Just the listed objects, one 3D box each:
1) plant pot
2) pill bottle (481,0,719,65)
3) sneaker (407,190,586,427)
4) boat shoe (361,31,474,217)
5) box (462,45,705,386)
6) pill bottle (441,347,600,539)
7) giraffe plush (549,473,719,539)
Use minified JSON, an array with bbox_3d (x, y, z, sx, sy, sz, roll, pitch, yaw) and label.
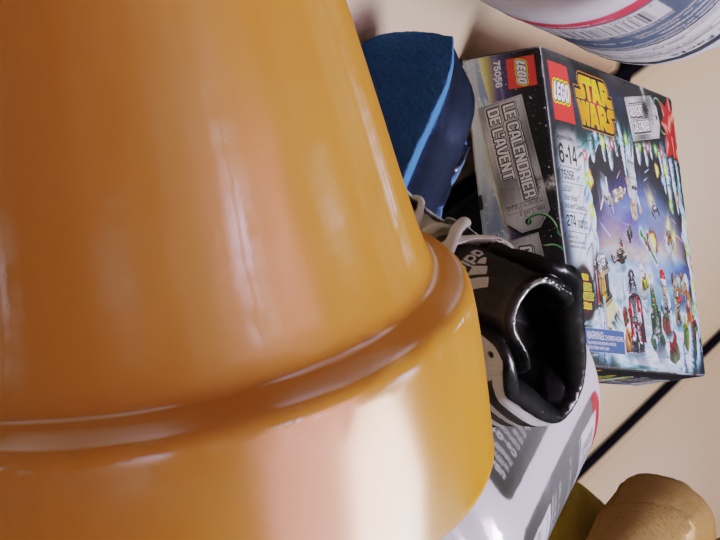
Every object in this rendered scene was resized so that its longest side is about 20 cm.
[{"bbox_3d":[-0.071,-0.024,0.773,0.200,0.199,0.184,-36,125,-54],"label":"plant pot"},{"bbox_3d":[0.108,-0.147,1.153,0.200,0.119,0.120,9,100,-68],"label":"pill bottle"},{"bbox_3d":[0.009,-0.020,0.943,0.201,0.115,0.076,47,63,-29],"label":"sneaker"},{"bbox_3d":[0.000,0.000,1.069,0.200,0.084,0.069,-55,142,-27],"label":"boat shoe"},{"bbox_3d":[0.104,-0.019,1.285,0.200,0.040,0.138,7,75,-68],"label":"box"},{"bbox_3d":[0.018,0.087,1.101,0.200,0.113,0.115,-54,156,-59],"label":"pill bottle"},{"bbox_3d":[0.097,0.135,1.305,0.173,0.161,0.200,-64,157,-15],"label":"giraffe plush"}]
